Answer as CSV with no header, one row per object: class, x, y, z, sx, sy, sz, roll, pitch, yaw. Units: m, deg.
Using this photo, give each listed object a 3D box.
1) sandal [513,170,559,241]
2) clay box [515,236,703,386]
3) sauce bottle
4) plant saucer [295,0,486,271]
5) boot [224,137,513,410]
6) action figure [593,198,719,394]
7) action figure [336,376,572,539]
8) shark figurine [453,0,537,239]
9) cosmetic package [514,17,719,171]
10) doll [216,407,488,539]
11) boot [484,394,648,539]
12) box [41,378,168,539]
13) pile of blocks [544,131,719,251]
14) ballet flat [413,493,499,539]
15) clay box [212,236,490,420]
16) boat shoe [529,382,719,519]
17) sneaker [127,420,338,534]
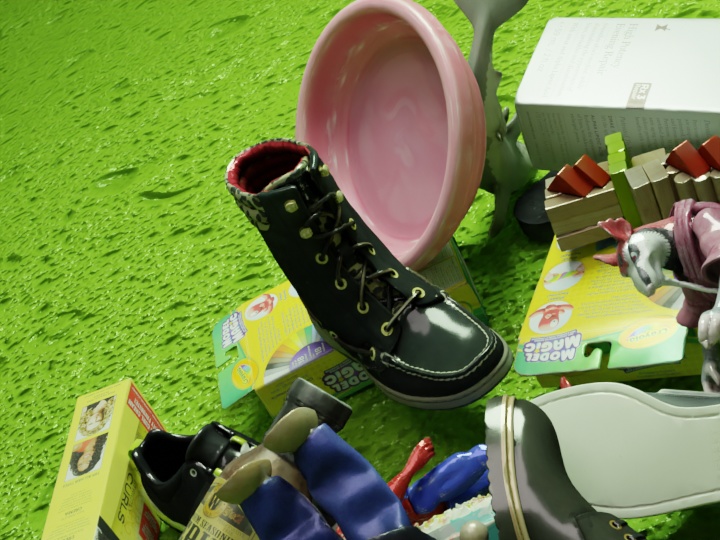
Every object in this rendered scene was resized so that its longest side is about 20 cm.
sandal,0.195,-0.099,1.077,0.200,0.043,0.076,-43,32,-19
clay box,0.178,0.005,0.918,0.114,0.048,0.200,-8,38,32
sauce bottle,-0.073,0.160,0.857,0.065,0.065,0.201,18,75,53
plant saucer,0.025,-0.095,1.021,0.051,0.202,0.200,-4,13,-34
boot,-0.002,0.001,0.913,0.073,0.154,0.203,-43,34,-15
action figure,0.226,-0.006,0.762,0.134,0.199,0.150,98,-171,-78
action figure,0.046,0.133,0.849,0.199,0.065,0.052,-31,57,-1
shark figurine,0.075,-0.115,1.050,0.089,0.215,0.129,11,55,22
cosmetic package,0.221,-0.123,1.010,0.199,0.074,0.102,4,51,27
doll,0.009,0.173,0.749,0.137,0.048,0.200,-47,70,10
boot,0.145,0.142,0.701,0.138,0.077,0.201,-19,64,11
box,-0.176,0.168,0.988,0.050,0.075,0.200,-21,30,13
pile of blocks,0.199,-0.062,0.878,0.199,0.062,0.082,0,41,35
ballet flat,0.027,0.182,0.806,0.199,0.076,0.064,-23,0,6
clay box,-0.012,0.039,1.055,0.199,0.048,0.115,-28,32,8
boat shoe,0.174,0.099,0.766,0.199,0.062,0.073,-6,74,24
sneaker,-0.083,0.142,0.930,0.199,0.083,0.072,-2,41,40
